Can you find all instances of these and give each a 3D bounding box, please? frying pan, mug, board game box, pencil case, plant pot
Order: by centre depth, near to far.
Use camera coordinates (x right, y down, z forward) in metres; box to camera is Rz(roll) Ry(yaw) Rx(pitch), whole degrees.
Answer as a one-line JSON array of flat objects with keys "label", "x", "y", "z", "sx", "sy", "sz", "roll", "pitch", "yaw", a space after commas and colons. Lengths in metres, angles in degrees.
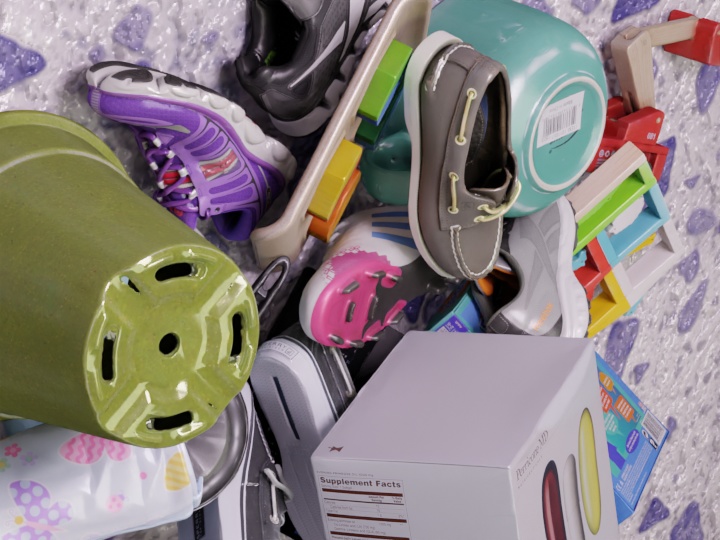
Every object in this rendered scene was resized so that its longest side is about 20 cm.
[{"label": "plant pot", "x": -0.162, "y": 0.020, "z": 1.503, "sx": 0.200, "sy": 0.190, "sz": 0.201, "roll": -13, "pitch": 111, "yaw": -36}, {"label": "pencil case", "x": -0.201, "y": 0.144, "z": 1.582, "sx": 0.200, "sy": 0.091, "sz": 0.083, "roll": -22, "pitch": 148, "yaw": -15}, {"label": "frying pan", "x": -0.097, "y": 0.086, "z": 1.674, "sx": 0.190, "sy": 0.031, "sz": 0.115, "roll": -32, "pitch": 98, "yaw": -14}, {"label": "mug", "x": 0.100, "y": -0.102, "z": 1.840, "sx": 0.152, "sy": 0.114, "sz": 0.185, "roll": 38, "pitch": 79, "yaw": -52}, {"label": "board game box", "x": 0.139, "y": 0.089, "z": 1.900, "sx": 0.045, "sy": 0.200, "sz": 0.152, "roll": -40, "pitch": -177, "yaw": 26}]

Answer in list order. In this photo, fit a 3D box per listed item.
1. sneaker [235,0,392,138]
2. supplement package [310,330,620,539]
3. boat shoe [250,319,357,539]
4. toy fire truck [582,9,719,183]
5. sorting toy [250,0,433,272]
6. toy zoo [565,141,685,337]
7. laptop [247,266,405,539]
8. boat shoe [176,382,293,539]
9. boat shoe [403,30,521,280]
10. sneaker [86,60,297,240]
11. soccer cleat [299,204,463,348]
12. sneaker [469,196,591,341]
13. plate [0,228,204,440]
[{"label": "sneaker", "x": -0.022, "y": -0.190, "z": 1.686, "sx": 0.090, "sy": 0.066, "sz": 0.200, "roll": 27, "pitch": 90, "yaw": -55}, {"label": "supplement package", "x": 0.081, "y": 0.173, "z": 1.760, "sx": 0.191, "sy": 0.147, "sz": 0.200, "roll": -50, "pitch": 136, "yaw": -55}, {"label": "boat shoe", "x": -0.017, "y": 0.124, "z": 1.791, "sx": 0.071, "sy": 0.072, "sz": 0.200, "roll": -41, "pitch": 129, "yaw": -39}, {"label": "toy fire truck", "x": 0.216, "y": -0.142, "z": 2.013, "sx": 0.200, "sy": 0.049, "sz": 0.141, "roll": 4, "pitch": 105, "yaw": -50}, {"label": "sorting toy", "x": -0.007, "y": -0.088, "z": 1.710, "sx": 0.200, "sy": 0.036, "sz": 0.185, "roll": -59, "pitch": 177, "yaw": -6}, {"label": "toy zoo", "x": 0.196, "y": -0.009, "z": 2.039, "sx": 0.131, "sy": 0.020, "sz": 0.200, "roll": -41, "pitch": 148, "yaw": -5}, {"label": "laptop", "x": -0.002, "y": 0.122, "z": 1.848, "sx": 0.178, "sy": 0.103, "sz": 0.200, "roll": -61, "pitch": 147, "yaw": -7}, {"label": "boat shoe", "x": -0.080, "y": 0.159, "z": 1.725, "sx": 0.068, "sy": 0.200, "sz": 0.074, "roll": 25, "pitch": 129, "yaw": -29}, {"label": "boat shoe", "x": 0.074, "y": -0.068, "z": 1.722, "sx": 0.072, "sy": 0.060, "sz": 0.202, "roll": -41, "pitch": 140, "yaw": -33}, {"label": "sneaker", "x": -0.110, "y": -0.072, "z": 1.628, "sx": 0.200, "sy": 0.081, "sz": 0.084, "roll": 36, "pitch": 76, "yaw": -53}, {"label": "soccer cleat", "x": 0.000, "y": 0.000, "z": 1.792, "sx": 0.200, "sy": 0.086, "sz": 0.070, "roll": -25, "pitch": 134, "yaw": -53}, {"label": "sneaker", "x": 0.115, "y": -0.012, "z": 1.870, "sx": 0.079, "sy": 0.200, "sz": 0.074, "roll": 25, "pitch": 122, "yaw": -26}, {"label": "plate", "x": -0.169, "y": 0.052, "z": 1.675, "sx": 0.200, "sy": 0.026, "sz": 0.201, "roll": -28, "pitch": 130, "yaw": -40}]
